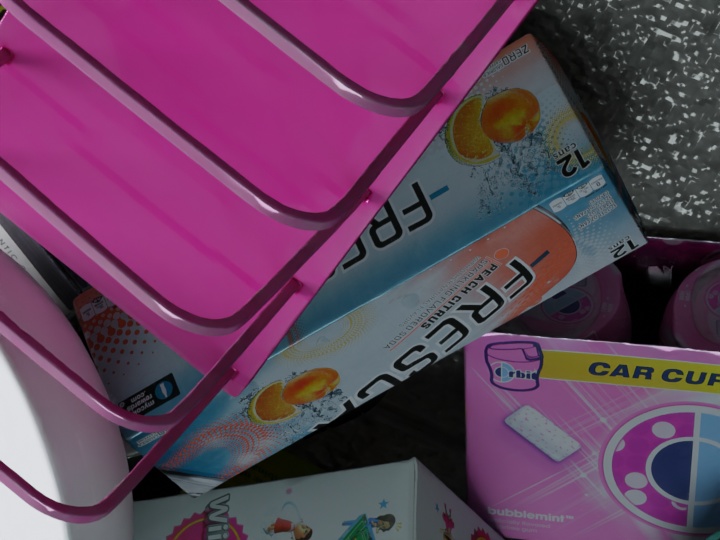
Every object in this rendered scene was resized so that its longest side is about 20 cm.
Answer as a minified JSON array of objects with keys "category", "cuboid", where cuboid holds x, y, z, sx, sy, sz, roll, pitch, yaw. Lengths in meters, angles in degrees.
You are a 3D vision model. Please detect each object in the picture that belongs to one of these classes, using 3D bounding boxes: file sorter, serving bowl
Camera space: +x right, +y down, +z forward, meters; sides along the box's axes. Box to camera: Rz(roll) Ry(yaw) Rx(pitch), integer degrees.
[{"category":"file sorter","cuboid":[-0.065,-0.042,0.781,0.139,0.125,0.200,38,125,1]},{"category":"serving bowl","cuboid":[-0.147,0.067,0.934,0.199,0.066,0.202,21,121,40]}]

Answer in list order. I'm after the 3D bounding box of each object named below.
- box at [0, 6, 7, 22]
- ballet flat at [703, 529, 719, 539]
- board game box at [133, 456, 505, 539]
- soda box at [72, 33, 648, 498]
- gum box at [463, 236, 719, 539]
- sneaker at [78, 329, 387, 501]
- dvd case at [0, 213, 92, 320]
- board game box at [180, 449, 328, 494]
[{"category":"box","cuboid":[-0.200,-0.090,0.853,0.199,0.036,0.143,14,135,-30]},{"category":"ballet flat","cuboid":[0.145,0.168,1.015,0.074,0.075,0.200,13,149,2]},{"category":"board game box","cuboid":[-0.041,0.143,1.020,0.199,0.065,0.148,-10,151,22]},{"category":"soda box","cuboid":[0.000,0.000,0.924,0.199,0.069,0.064,-30,148,8]},{"category":"gum box","cuboid":[0.142,0.052,0.991,0.198,0.066,0.114,5,133,8]},{"category":"sneaker","cuboid":[-0.087,0.042,1.020,0.199,0.088,0.076,-22,157,13]},{"category":"dvd case","cuboid":[-0.204,0.005,1.025,0.149,0.016,0.200,51,128,5]},{"category":"board game box","cuboid":[-0.115,0.093,1.100,0.199,0.048,0.102,28,131,-12]}]
